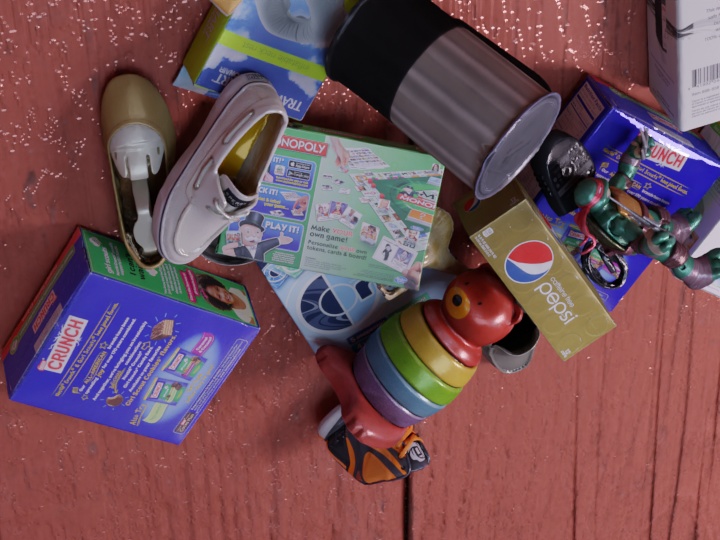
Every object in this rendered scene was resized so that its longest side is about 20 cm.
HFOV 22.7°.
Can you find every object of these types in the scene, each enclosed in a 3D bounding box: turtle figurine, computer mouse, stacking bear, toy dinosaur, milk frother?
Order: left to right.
[{"bbox_3d":[0.055,-0.017,1.776,0.101,0.058,0.200,-41,131,6],"label":"toy dinosaur"},{"bbox_3d":[0.073,0.077,1.807,0.200,0.122,0.113,-40,144,19],"label":"stacking bear"},{"bbox_3d":[0.102,-0.207,1.600,0.180,0.188,0.201,-37,159,-39],"label":"milk frother"},{"bbox_3d":[0.215,-0.058,1.766,0.059,0.034,0.201,-42,125,-21],"label":"computer mouse"},{"bbox_3d":[0.268,-0.058,1.727,0.100,0.151,0.200,-27,141,32],"label":"turtle figurine"}]

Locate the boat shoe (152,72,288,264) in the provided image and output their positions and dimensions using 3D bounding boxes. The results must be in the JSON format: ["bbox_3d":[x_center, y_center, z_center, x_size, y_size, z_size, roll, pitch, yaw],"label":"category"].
[{"bbox_3d":[-0.124,-0.079,1.631,0.071,0.070,0.201,14,118,-40],"label":"boat shoe"}]

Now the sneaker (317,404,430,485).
[{"bbox_3d":[0.052,0.152,1.922,0.200,0.112,0.077,-47,163,25],"label":"sneaker"}]

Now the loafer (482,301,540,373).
[{"bbox_3d":[0.157,0.066,1.912,0.070,0.070,0.200,-27,150,-1],"label":"loafer"}]

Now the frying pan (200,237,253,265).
[{"bbox_3d":[-0.094,-0.089,1.731,0.190,0.031,0.115,-47,121,-3],"label":"frying pan"}]

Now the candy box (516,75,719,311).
[{"bbox_3d":[0.246,-0.077,1.842,0.168,0.077,0.200,24,116,-31],"label":"candy box"}]

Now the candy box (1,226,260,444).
[{"bbox_3d":[-0.228,0.069,1.772,0.199,0.077,0.169,20,118,-35],"label":"candy box"}]

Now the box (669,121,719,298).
[{"bbox_3d":[0.401,-0.084,1.888,0.101,0.113,0.200,21,116,-33],"label":"box"}]

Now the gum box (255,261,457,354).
[{"bbox_3d":[0.000,0.000,1.833,0.169,0.045,0.200,-29,131,1],"label":"gum box"}]

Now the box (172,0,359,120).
[{"bbox_3d":[-0.073,-0.224,1.624,0.121,0.048,0.201,16,118,-31],"label":"box"}]

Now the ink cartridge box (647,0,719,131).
[{"bbox_3d":[0.360,-0.255,1.754,0.143,0.084,0.201,-17,131,-9],"label":"ink cartridge box"}]

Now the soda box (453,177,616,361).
[{"bbox_3d":[0.174,-0.005,1.774,0.068,0.064,0.200,-34,126,9],"label":"soda box"}]

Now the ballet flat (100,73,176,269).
[{"bbox_3d":[-0.200,-0.087,1.665,0.068,0.063,0.201,-8,130,-3],"label":"ballet flat"}]

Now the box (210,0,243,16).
[{"bbox_3d":[-0.087,-0.332,1.473,0.124,0.098,0.200,40,106,-16],"label":"box"}]

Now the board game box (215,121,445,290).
[{"bbox_3d":[-0.028,-0.065,1.704,0.199,0.029,0.136,11,104,-7],"label":"board game box"}]
